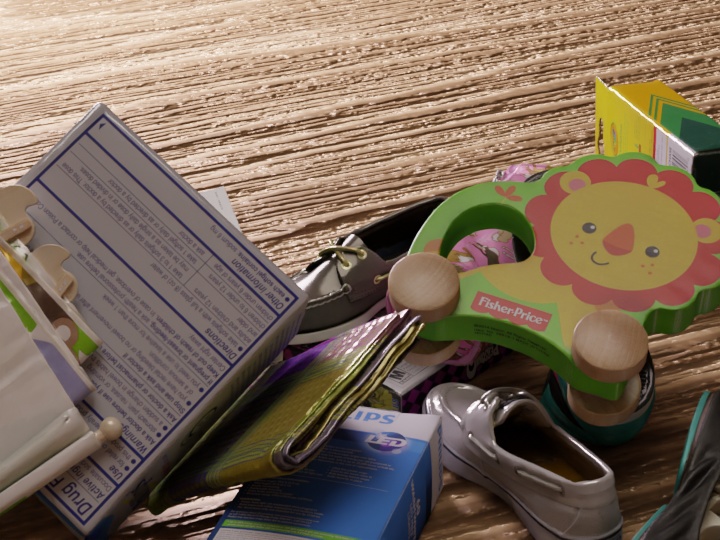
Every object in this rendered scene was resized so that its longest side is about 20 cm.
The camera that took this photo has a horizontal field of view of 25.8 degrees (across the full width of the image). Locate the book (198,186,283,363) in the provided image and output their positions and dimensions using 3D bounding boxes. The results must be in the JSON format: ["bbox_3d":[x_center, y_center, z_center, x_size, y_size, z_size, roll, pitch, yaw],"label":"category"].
[{"bbox_3d":[-0.167,0.031,1.080,0.198,0.048,0.135,-15,58,-15],"label":"book"}]

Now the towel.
[{"bbox_3d":[-0.051,0.092,0.984,0.144,0.023,0.199,-47,12,-34],"label":"towel"}]

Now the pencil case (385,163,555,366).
[{"bbox_3d":[0.097,-0.008,1.168,0.086,0.084,0.200,19,35,23],"label":"pencil case"}]

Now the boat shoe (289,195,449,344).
[{"bbox_3d":[-0.002,-0.001,1.185,0.200,0.061,0.072,-23,32,-34],"label":"boat shoe"}]

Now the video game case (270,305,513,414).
[{"bbox_3d":[0.024,0.039,1.213,0.180,0.036,0.199,19,34,35],"label":"video game case"}]

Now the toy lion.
[{"bbox_3d":[0.138,-0.007,1.027,0.198,0.069,0.193,17,55,17],"label":"toy lion"}]

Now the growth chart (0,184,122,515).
[{"bbox_3d":[-0.224,0.041,0.913,0.144,0.201,0.018,-28,-9,-11],"label":"growth chart"}]

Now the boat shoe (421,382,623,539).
[{"bbox_3d":[0.102,0.110,1.025,0.070,0.071,0.200,-14,29,-21],"label":"boat shoe"}]

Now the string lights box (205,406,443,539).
[{"bbox_3d":[-0.023,0.156,0.958,0.101,0.060,0.200,6,28,18],"label":"string lights box"}]

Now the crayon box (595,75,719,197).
[{"bbox_3d":[0.254,-0.079,1.321,0.050,0.128,0.200,-9,28,-13],"label":"crayon box"}]

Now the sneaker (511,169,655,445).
[{"bbox_3d":[0.156,0.038,1.099,0.083,0.121,0.202,-12,58,-1],"label":"sneaker"}]

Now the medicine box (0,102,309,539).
[{"bbox_3d":[-0.164,0.036,0.982,0.182,0.103,0.200,42,77,6],"label":"medicine box"}]

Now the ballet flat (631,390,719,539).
[{"bbox_3d":[0.208,0.152,0.947,0.068,0.069,0.200,19,43,20],"label":"ballet flat"}]
